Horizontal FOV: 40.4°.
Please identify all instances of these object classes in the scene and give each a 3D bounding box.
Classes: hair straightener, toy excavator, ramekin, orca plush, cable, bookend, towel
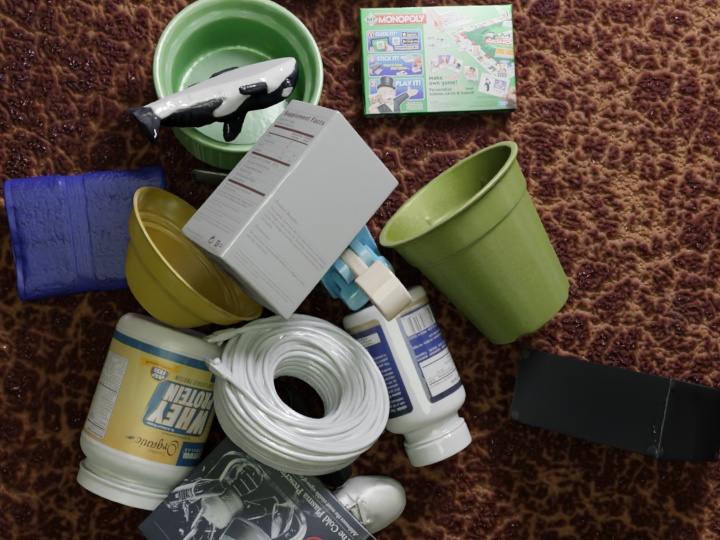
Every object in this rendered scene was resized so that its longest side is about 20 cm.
[{"bbox_3d":[-0.118,-0.095,1.227,0.198,0.041,0.078,17,73,-10],"label":"hair straightener"},{"bbox_3d":[0.000,0.000,1.136,0.100,0.195,0.200,-41,64,-6],"label":"toy excavator"},{"bbox_3d":[-0.148,-0.219,1.180,0.197,0.098,0.203,2,75,-8],"label":"ramekin"},{"bbox_3d":[-0.149,-0.171,1.077,0.199,0.104,0.072,-34,123,-38],"label":"orca plush"},{"bbox_3d":[-0.068,0.139,1.107,0.199,0.070,0.201,-18,60,-41],"label":"cable"},{"bbox_3d":[0.324,0.168,1.222,0.198,0.198,0.093,10,87,40],"label":"bookend"},{"bbox_3d":[-0.330,-0.047,1.207,0.197,0.050,0.150,-6,96,-6],"label":"towel"}]

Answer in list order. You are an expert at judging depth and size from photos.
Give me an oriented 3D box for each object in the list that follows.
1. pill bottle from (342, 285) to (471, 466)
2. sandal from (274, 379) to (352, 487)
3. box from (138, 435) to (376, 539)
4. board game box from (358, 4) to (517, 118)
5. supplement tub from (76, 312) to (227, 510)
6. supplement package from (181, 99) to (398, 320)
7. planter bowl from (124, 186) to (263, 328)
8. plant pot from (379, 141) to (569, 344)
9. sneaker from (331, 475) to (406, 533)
[{"bbox_3d":[0.062,0.130,1.202,0.110,0.111,0.202,-22,91,-5],"label":"pill bottle"},{"bbox_3d":[-0.085,0.185,1.216,0.200,0.075,0.048,45,52,-4],"label":"sandal"},{"bbox_3d":[-0.112,0.301,1.110,0.200,0.104,0.182,41,80,19],"label":"box"},{"bbox_3d":[0.099,-0.268,1.255,0.197,0.029,0.137,-2,88,-5],"label":"board game box"},{"bbox_3d":[-0.245,0.165,1.157,0.143,0.145,0.202,18,87,-4],"label":"supplement tub"},{"bbox_3d":[-0.078,-0.070,1.077,0.201,0.117,0.117,-50,123,-10],"label":"supplement package"},{"bbox_3d":[-0.211,0.005,1.135,0.083,0.200,0.201,-41,93,14],"label":"planter bowl"},{"bbox_3d":[0.156,-0.020,1.192,0.199,0.200,0.191,-39,105,-5],"label":"plant pot"},{"bbox_3d":[-0.037,0.307,1.200,0.197,0.088,0.076,-14,90,-4],"label":"sneaker"}]
